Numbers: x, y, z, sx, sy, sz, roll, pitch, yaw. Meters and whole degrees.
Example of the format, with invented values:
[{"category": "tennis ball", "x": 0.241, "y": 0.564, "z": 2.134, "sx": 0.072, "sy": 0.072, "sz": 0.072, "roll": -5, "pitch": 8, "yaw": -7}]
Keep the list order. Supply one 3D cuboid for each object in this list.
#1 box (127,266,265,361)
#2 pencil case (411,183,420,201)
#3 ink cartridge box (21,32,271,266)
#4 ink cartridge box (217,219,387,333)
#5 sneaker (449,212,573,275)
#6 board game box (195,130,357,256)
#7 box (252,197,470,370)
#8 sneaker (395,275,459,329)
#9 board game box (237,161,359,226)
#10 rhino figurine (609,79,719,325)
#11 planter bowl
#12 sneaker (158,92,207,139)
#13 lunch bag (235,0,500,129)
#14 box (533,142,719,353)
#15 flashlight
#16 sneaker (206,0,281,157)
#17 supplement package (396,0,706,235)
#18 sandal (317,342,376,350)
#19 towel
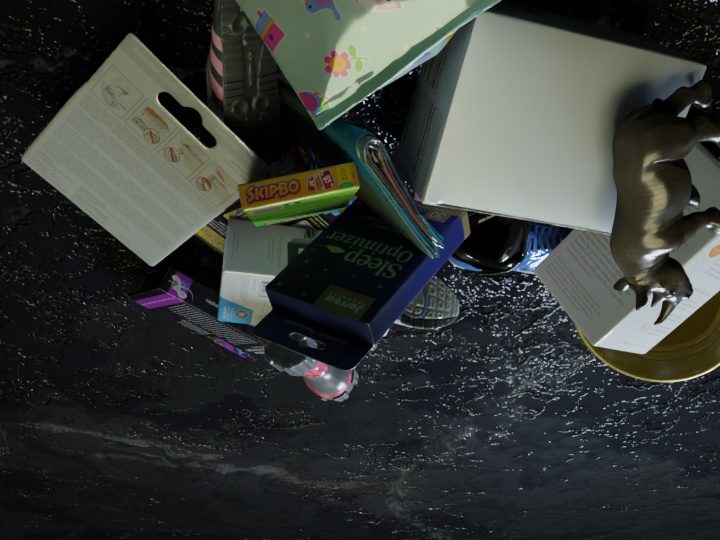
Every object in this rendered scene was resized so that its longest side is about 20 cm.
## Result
[{"category": "box", "x": -0.187, "y": 0.061, "z": 0.991, "sx": 0.199, "sy": 0.036, "sz": 0.142, "roll": 33, "pitch": 158, "yaw": -25}, {"category": "pencil case", "x": 0.147, "y": -0.096, "z": 0.785, "sx": 0.197, "sy": 0.088, "sz": 0.088, "roll": 4, "pitch": 147, "yaw": -8}, {"category": "ink cartridge box", "x": -0.191, "y": -0.107, "z": 0.696, "sx": 0.199, "sy": 0.048, "sz": 0.160, "roll": -31, "pitch": 116, "yaw": 36}, {"category": "ink cartridge box", "x": -0.056, "y": 0.013, "z": 0.859, "sx": 0.197, "sy": 0.067, "sz": 0.116, "roll": 7, "pitch": 148, "yaw": -11}, {"category": "sneaker", "x": 0.191, "y": -0.032, "z": 0.859, "sx": 0.197, "sy": 0.078, "sz": 0.111, "roll": 1, "pitch": 179, "yaw": 8}, {"category": "board game box", "x": -0.079, "y": -0.053, "z": 0.873, "sx": 0.164, "sy": 0.057, "sz": 0.200, "roll": -17, "pitch": 143, "yaw": 27}, {"category": "box", "x": 0.000, "y": 0.000, "z": 0.703, "sx": 0.120, "sy": 0.200, "sz": 0.033, "roll": 16, "pitch": 138, "yaw": 34}, {"category": "sneaker", "x": 0.030, "y": 0.032, "z": 0.994, "sx": 0.197, "sy": 0.076, "sz": 0.087, "roll": 12, "pitch": 171, "yaw": 5}, {"category": "board game box", "x": -0.056, "y": -0.064, "z": 0.698, "sx": 0.094, "sy": 0.030, "sz": 0.200, "roll": -12, "pitch": 178, "yaw": -5}, {"category": "rhino figurine", "x": 0.241, "y": -0.043, "z": 0.618, "sx": 0.086, "sy": 0.060, "sz": 0.202, "roll": -14, "pitch": 118, "yaw": -10}, {"category": "planter bowl", "x": 0.364, "y": 0.029, "z": 0.943, "sx": 0.198, "sy": 0.083, "sz": 0.203, "roll": 11, "pitch": 119, "yaw": 21}, {"category": "sneaker", "x": -0.223, "y": -0.116, "z": 0.775, "sx": 0.090, "sy": 0.077, "sz": 0.200, "roll": 24, "pitch": 133, "yaw": -18}, {"category": "lunch bag", "x": 0.014, "y": -0.222, "z": 0.502, "sx": 0.199, "sy": 0.122, "sz": 0.171, "roll": -31, "pitch": 102, "yaw": 24}, {"category": "box", "x": 0.307, "y": -0.022, "z": 0.789, "sx": 0.200, "sy": 0.107, "sz": 0.151, "roll": -48, "pitch": 146, "yaw": 22}, {"category": "flashlight", "x": -0.055, "y": 0.114, "z": 0.929, "sx": 0.067, "sy": 0.069, "sz": 0.200, "roll": -24, "pitch": 160, "yaw": 4}, {"category": "sneaker", "x": -0.104, "y": -0.198, "z": 0.647, "sx": 0.069, "sy": 0.082, "sz": 0.202, "roll": -10, "pitch": 130, "yaw": -31}, {"category": "supplement package", "x": 0.152, "y": -0.133, "z": 0.654, "sx": 0.197, "sy": 0.111, "sz": 0.157, "roll": 8, "pitch": 117, "yaw": -14}, {"category": "sandal", "x": -0.064, "y": 0.073, "z": 1.024, "sx": 0.199, "sy": 0.080, "sz": 0.058, "roll": 20, "pitch": 98, "yaw": -35}, {"category": "towel", "x": -0.011, "y": -0.101, "z": 0.690, "sx": 0.022, "sy": 0.200, "sz": 0.147, "roll": -42, "pitch": 133, "yaw": -4}]
